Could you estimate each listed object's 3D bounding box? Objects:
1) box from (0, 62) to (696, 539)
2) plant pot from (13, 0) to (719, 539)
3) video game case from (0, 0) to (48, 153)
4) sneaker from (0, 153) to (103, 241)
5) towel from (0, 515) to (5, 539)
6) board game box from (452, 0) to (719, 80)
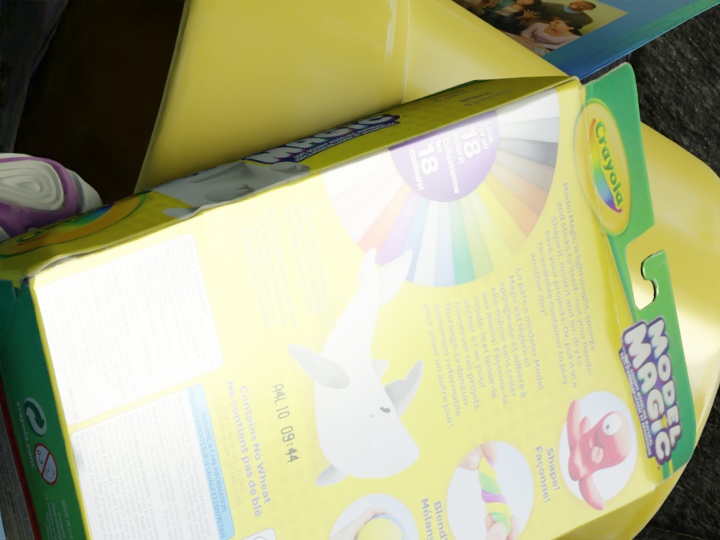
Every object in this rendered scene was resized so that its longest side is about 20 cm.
[{"bbox_3d":[0.000,0.024,0.742,0.200,0.048,0.117,-20,106,-34],"label":"box"},{"bbox_3d":[0.000,0.000,0.877,0.201,0.189,0.201,-161,-90,-74],"label":"plant pot"},{"bbox_3d":[-0.120,-0.048,0.822,0.143,0.017,0.200,22,80,-81],"label":"video game case"},{"bbox_3d":[-0.128,0.056,0.735,0.200,0.075,0.100,-58,162,-27],"label":"sneaker"},{"bbox_3d":[-0.111,0.004,0.634,0.112,0.049,0.200,119,-41,-82],"label":"towel"},{"bbox_3d":[0.018,-0.108,0.939,0.200,0.152,0.045,156,-49,-68],"label":"board game box"}]
